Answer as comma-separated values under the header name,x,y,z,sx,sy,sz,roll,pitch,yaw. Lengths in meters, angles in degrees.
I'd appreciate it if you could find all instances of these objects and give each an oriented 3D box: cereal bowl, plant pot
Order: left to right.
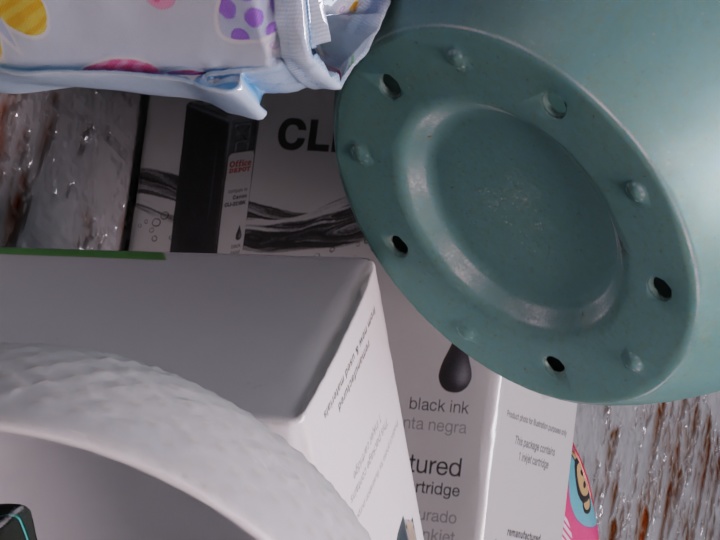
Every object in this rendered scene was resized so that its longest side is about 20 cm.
name,x,y,z,sx,sy,sz,roll,pitch,yaw
cereal bowl,-0.076,0.101,0.810,0.083,0.199,0.201,-64,150,-57
plant pot,0.088,-0.056,0.866,0.161,0.200,0.201,-43,135,-35

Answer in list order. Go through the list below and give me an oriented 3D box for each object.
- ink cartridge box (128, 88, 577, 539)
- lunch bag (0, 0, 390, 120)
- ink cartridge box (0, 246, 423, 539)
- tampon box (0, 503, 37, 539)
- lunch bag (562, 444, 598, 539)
name,x,y,z,sx,sy,sz,roll,pitch,yaw
ink cartridge box,0.000,0.000,1.028,0.084,0.144,0.201,24,72,-66
lunch bag,-0.069,-0.146,0.806,0.127,0.169,0.201,38,60,-64
ink cartridge box,-0.057,0.099,0.912,0.084,0.145,0.201,-63,150,-51
tampon box,-0.148,0.173,0.712,0.150,0.126,0.201,-41,126,-54
lunch bag,0.033,0.168,1.219,0.176,0.082,0.201,-19,112,-64
